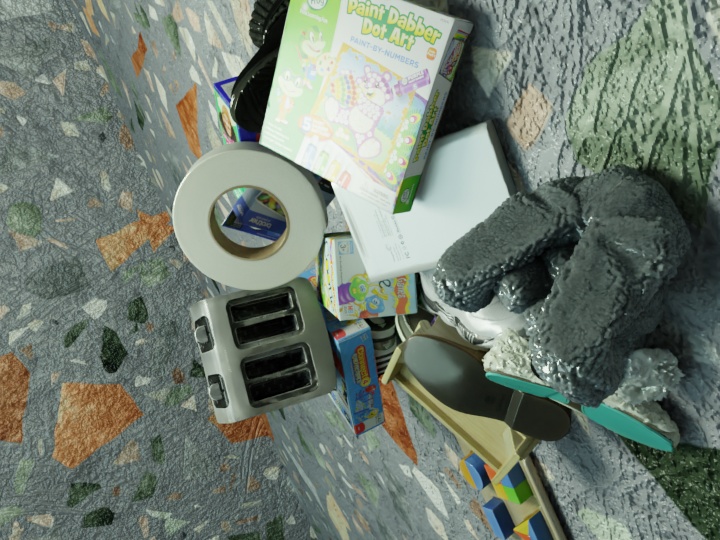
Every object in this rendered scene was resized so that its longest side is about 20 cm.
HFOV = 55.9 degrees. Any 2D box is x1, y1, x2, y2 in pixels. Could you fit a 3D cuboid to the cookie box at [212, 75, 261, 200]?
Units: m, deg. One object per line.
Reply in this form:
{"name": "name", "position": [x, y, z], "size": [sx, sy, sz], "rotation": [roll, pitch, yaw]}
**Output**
{"name": "cookie box", "position": [-0.101, -0.185, 0.951], "size": [0.075, 0.170, 0.201], "rotation": [53, 157, 33]}

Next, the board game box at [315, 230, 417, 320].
{"name": "board game box", "position": [0.000, 0.000, 0.935], "size": [0.200, 0.102, 0.106], "rotation": [-160, 66, -78]}

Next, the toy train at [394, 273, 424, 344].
{"name": "toy train", "position": [0.070, 0.045, 1.013], "size": [0.201, 0.041, 0.057], "rotation": [85, 160, -45]}

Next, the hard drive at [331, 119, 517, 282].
{"name": "hard drive", "position": [0.073, -0.068, 0.740], "size": [0.199, 0.027, 0.133], "rotation": [-14, 104, 36]}

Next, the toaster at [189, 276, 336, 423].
{"name": "toaster", "position": [-0.135, 0.115, 0.992], "size": [0.119, 0.199, 0.182], "rotation": [156, 101, -70]}

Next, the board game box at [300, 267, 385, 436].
{"name": "board game box", "position": [-0.038, 0.126, 1.095], "size": [0.200, 0.056, 0.197], "rotation": [47, 152, 50]}

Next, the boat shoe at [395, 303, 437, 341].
{"name": "boat shoe", "position": [0.126, 0.111, 0.919], "size": [0.202, 0.072, 0.060], "rotation": [47, 153, 22]}

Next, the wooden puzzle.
{"name": "wooden puzzle", "position": [0.216, 0.339, 1.011], "size": [0.186, 0.046, 0.200], "rotation": [65, 159, -6]}

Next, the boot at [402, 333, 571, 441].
{"name": "boot", "position": [0.144, 0.121, 0.775], "size": [0.199, 0.076, 0.074], "rotation": [24, 122, 10]}

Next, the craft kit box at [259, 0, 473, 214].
{"name": "craft kit box", "position": [-0.005, -0.189, 0.709], "size": [0.199, 0.048, 0.199], "rotation": [30, 114, 27]}

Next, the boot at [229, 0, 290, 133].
{"name": "boot", "position": [-0.106, -0.270, 0.835], "size": [0.158, 0.211, 0.080], "rotation": [35, 169, 42]}

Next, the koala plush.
{"name": "koala plush", "position": [0.196, 0.033, 0.582], "size": [0.177, 0.184, 0.200], "rotation": [40, 171, 44]}

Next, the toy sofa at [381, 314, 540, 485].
{"name": "toy sofa", "position": [0.132, 0.153, 0.837], "size": [0.200, 0.097, 0.083], "rotation": [40, 141, 18]}

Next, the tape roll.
{"name": "tape roll", "position": [-0.144, -0.068, 0.895], "size": [0.037, 0.201, 0.204], "rotation": [-90, -15, -62]}

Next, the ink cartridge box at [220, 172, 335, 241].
{"name": "ink cartridge box", "position": [-0.092, -0.112, 0.945], "size": [0.200, 0.119, 0.042], "rotation": [-47, 54, 23]}

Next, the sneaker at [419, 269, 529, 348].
{"name": "sneaker", "position": [0.123, 0.010, 0.792], "size": [0.200, 0.075, 0.116], "rotation": [31, 145, 58]}

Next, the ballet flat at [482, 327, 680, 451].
{"name": "ballet flat", "position": [0.220, 0.108, 0.672], "size": [0.199, 0.072, 0.072], "rotation": [21, 142, 19]}

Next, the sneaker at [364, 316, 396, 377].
{"name": "sneaker", "position": [0.012, 0.111, 1.114], "size": [0.201, 0.075, 0.116], "rotation": [-132, 32, -69]}
